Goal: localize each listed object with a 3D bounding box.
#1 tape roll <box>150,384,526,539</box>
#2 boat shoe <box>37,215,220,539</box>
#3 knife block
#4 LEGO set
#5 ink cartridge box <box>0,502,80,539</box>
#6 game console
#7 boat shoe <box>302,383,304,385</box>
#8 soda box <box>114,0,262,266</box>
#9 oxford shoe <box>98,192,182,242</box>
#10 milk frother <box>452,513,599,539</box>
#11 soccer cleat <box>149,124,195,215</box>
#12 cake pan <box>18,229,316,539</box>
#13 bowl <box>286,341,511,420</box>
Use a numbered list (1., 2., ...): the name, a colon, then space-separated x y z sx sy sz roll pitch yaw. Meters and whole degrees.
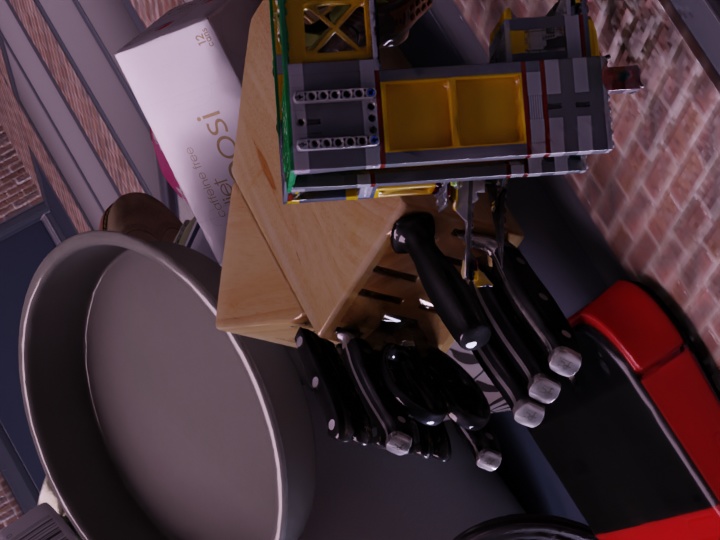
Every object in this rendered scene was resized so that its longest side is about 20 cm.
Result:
1. tape roll: -0.004 0.170 1.175 0.139 0.202 0.203 53 167 32
2. boat shoe: -0.118 0.054 1.169 0.062 0.201 0.072 20 176 11
3. knife block: 0.020 -0.022 0.857 0.175 0.064 0.201 -8 72 51
4. LEGO set: 0.029 -0.086 0.718 0.200 0.115 0.154 101 165 -77
5. ink cartridge box: -0.102 0.244 1.141 0.200 0.041 0.200 41 160 45
6. game console: 0.127 0.095 0.862 0.177 0.031 0.200 57 169 5
7. boat shoe: -0.032 -0.003 1.227 0.075 0.062 0.201 -98 -4 -82
8. soda box: -0.048 -0.046 1.133 0.200 0.064 0.068 64 -148 -16
9. oxford shoe: -0.098 0.013 1.292 0.200 0.070 0.075 55 144 34
10. milk frother: 0.089 0.243 0.993 0.188 0.180 0.200 54 174 50
11. soccer cleat: -0.056 -0.031 1.303 0.086 0.070 0.200 31 155 51
12. cake pan: -0.094 0.072 1.066 0.200 0.037 0.201 21 121 40
13. bowl: 0.000 0.000 1.020 0.201 0.094 0.201 57 169 17
